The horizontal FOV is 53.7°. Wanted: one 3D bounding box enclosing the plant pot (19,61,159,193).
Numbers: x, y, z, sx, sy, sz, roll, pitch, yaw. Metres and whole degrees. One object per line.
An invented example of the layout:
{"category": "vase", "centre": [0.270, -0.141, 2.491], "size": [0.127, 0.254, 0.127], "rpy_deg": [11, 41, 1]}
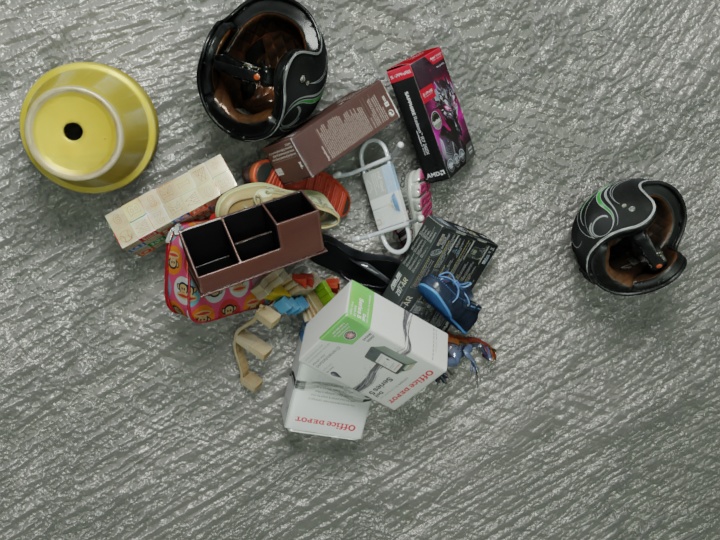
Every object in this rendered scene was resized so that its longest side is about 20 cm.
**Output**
{"category": "plant pot", "centre": [-0.406, -0.208, 1.049], "size": [0.200, 0.189, 0.201], "rpy_deg": [-3, 104, -11]}

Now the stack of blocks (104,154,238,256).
{"category": "stack of blocks", "centre": [-0.289, -0.101, 1.133], "size": [0.200, 0.115, 0.059], "rpy_deg": [-29, 87, -5]}

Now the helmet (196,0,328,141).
{"category": "helmet", "centre": [-0.141, -0.307, 1.082], "size": [0.200, 0.191, 0.200], "rpy_deg": [12, 130, 15]}

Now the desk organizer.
{"category": "desk organizer", "centre": [-0.157, -0.043, 1.041], "size": [0.200, 0.072, 0.077], "rpy_deg": [-21, 132, -17]}

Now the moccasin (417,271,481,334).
{"category": "moccasin", "centre": [0.154, 0.043, 1.212], "size": [0.068, 0.080, 0.200], "rpy_deg": [-50, 151, -2]}

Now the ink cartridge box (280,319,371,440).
{"category": "ink cartridge box", "centre": [-0.050, 0.190, 1.281], "size": [0.144, 0.084, 0.201], "rpy_deg": [13, 100, -15]}

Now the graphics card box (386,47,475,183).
{"category": "graphics card box", "centre": [0.122, -0.260, 1.188], "size": [0.051, 0.125, 0.200], "rpy_deg": [-8, 112, 35]}

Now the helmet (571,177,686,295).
{"category": "helmet", "centre": [0.481, -0.068, 1.272], "size": [0.199, 0.191, 0.200], "rpy_deg": [8, 129, 10]}

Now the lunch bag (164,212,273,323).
{"category": "lunch bag", "centre": [-0.217, -0.018, 1.150], "size": [0.200, 0.082, 0.177], "rpy_deg": [-11, 111, -48]}

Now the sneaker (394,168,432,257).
{"category": "sneaker", "centre": [0.077, -0.089, 1.248], "size": [0.087, 0.074, 0.200], "rpy_deg": [9, 127, 22]}

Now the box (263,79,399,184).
{"category": "box", "centre": [-0.046, -0.220, 1.135], "size": [0.200, 0.100, 0.075], "rpy_deg": [-41, 110, -27]}

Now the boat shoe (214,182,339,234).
{"category": "boat shoe", "centre": [-0.127, -0.094, 1.114], "size": [0.200, 0.063, 0.073], "rpy_deg": [-6, 120, -31]}

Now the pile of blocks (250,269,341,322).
{"category": "pile of blocks", "centre": [-0.088, 0.038, 1.188], "size": [0.062, 0.082, 0.200], "rpy_deg": [-32, 157, 32]}

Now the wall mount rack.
{"category": "wall mount rack", "centre": [0.041, -0.124, 1.151], "size": [0.074, 0.174, 0.201], "rpy_deg": [-17, 90, -46]}

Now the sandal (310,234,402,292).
{"category": "sandal", "centre": [-0.001, 0.000, 1.254], "size": [0.200, 0.043, 0.076], "rpy_deg": [19, 130, -11]}

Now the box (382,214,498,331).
{"category": "box", "centre": [0.134, 0.015, 1.251], "size": [0.160, 0.044, 0.200], "rpy_deg": [14, 111, -42]}

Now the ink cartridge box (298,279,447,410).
{"category": "ink cartridge box", "centre": [0.023, 0.126, 1.162], "size": [0.200, 0.084, 0.146], "rpy_deg": [30, 130, -19]}

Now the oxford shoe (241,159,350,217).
{"category": "oxford shoe", "centre": [-0.106, -0.141, 1.202], "size": [0.200, 0.072, 0.071], "rpy_deg": [21, 85, -34]}

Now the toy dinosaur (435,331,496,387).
{"category": "toy dinosaur", "centre": [0.183, 0.143, 1.294], "size": [0.181, 0.105, 0.200], "rpy_deg": [-32, 128, -42]}

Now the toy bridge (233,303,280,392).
{"category": "toy bridge", "centre": [-0.185, 0.126, 1.219], "size": [0.067, 0.027, 0.200], "rpy_deg": [32, 133, 14]}
